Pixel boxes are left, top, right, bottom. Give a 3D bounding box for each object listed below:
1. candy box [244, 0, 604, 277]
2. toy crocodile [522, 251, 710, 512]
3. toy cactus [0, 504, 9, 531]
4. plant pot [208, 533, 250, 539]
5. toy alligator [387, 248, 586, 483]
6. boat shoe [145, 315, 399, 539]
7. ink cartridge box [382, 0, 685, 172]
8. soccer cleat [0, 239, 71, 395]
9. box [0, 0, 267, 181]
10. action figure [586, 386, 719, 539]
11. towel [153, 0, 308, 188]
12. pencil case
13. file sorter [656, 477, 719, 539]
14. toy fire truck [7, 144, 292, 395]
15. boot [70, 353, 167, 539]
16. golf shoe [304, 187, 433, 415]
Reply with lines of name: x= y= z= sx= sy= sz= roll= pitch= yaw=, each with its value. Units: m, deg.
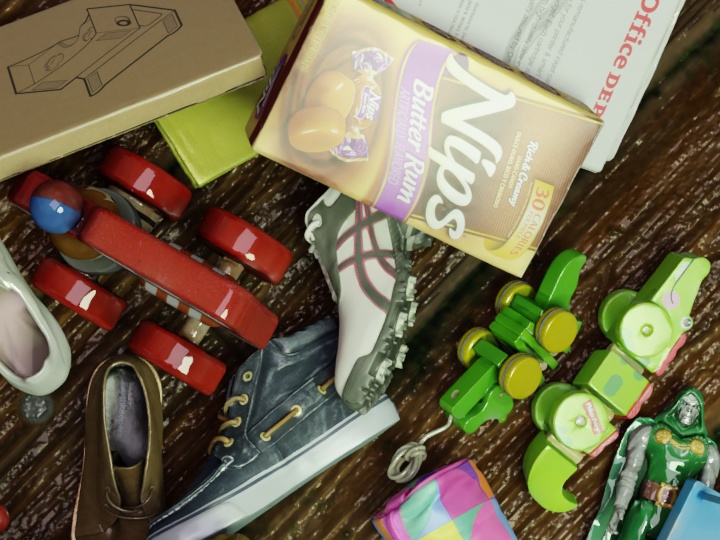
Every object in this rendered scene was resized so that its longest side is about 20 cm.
candy box: x=0.041 y=-0.092 z=1.310 sx=0.199 sy=0.057 sz=0.117 roll=24 pitch=102 yaw=-15
toy crocodile: x=0.173 y=0.072 z=1.397 sx=0.062 sy=0.067 sz=0.201 roll=37 pitch=87 yaw=-10
toy cactus: x=-0.335 y=0.114 z=1.358 sx=0.164 sy=0.102 sz=0.201 roll=-30 pitch=96 yaw=4
plant pot: x=-0.085 y=0.273 z=1.239 sx=0.194 sy=0.194 sz=0.202 roll=-24 pitch=89 yaw=-2
toy alligator: x=0.095 y=0.074 z=1.400 sx=0.200 sy=0.059 sz=0.054 roll=-51 pitch=130 yaw=-6
boat shoe: x=-0.076 y=0.113 z=1.368 sx=0.199 sy=0.071 sz=0.091 roll=-31 pitch=82 yaw=-24
ink cartridge box: x=0.095 y=-0.171 z=1.361 sx=0.198 sy=0.084 sz=0.146 roll=18 pitch=113 yaw=-13
soccer cleat: x=-0.263 y=-0.002 z=1.369 sx=0.069 sy=0.078 sz=0.200 roll=-41 pitch=89 yaw=-5
box: x=-0.173 y=-0.137 z=1.357 sx=0.198 sy=0.164 sz=0.021 roll=-22 pitch=128 yaw=-4
action figure: x=0.199 y=0.176 z=1.398 sx=0.117 sy=0.055 sz=0.202 roll=15 pitch=82 yaw=-3
towel: x=-0.052 y=-0.138 z=1.399 sx=0.199 sy=0.018 sz=0.086 roll=-32 pitch=85 yaw=-21
pencil case: x=0.084 y=0.226 z=1.359 sx=0.088 sy=0.088 sz=0.201 roll=-28 pitch=78 yaw=-5
file sorter: x=0.284 y=0.250 z=1.333 sx=0.199 sy=0.123 sz=0.140 roll=31 pitch=83 yaw=-20
toy fire truck: x=-0.142 y=-0.012 z=1.324 sx=0.199 sy=0.168 sz=0.113 roll=31 pitch=84 yaw=12
boot: x=-0.157 y=0.156 z=1.366 sx=0.073 sy=0.075 sz=0.202 roll=-3 pitch=87 yaw=-6
golf shoe: x=0.000 y=0.000 z=1.379 sx=0.087 sy=0.077 sz=0.202 roll=10 pitch=63 yaw=5
